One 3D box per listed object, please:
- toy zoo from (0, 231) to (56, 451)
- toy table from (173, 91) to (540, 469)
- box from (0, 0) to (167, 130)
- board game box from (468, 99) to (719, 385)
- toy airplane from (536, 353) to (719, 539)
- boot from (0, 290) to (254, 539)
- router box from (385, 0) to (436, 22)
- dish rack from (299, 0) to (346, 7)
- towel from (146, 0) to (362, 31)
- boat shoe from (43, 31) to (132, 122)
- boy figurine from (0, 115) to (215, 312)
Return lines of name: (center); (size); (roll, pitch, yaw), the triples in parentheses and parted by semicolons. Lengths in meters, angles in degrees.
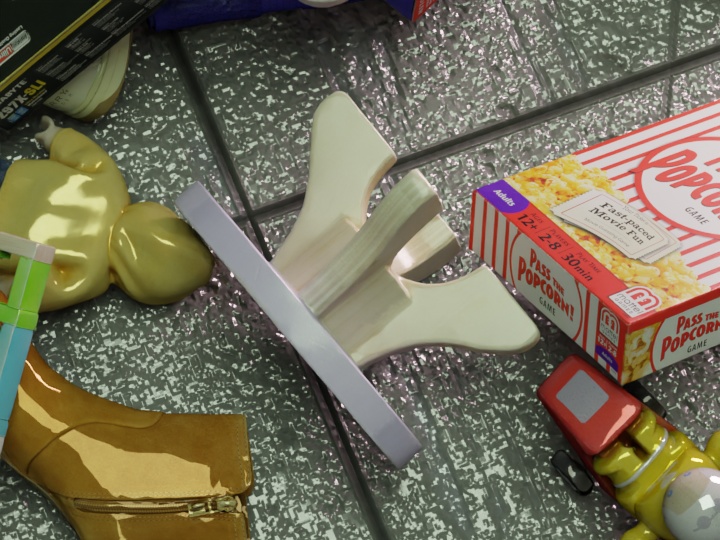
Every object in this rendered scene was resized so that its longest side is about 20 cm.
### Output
toy zoo: (-0.251, 0.068, 1.576); (0.131, 0.020, 0.201); (16, 90, 30)
toy table: (0.000, 0.000, 1.609); (0.117, 0.184, 0.200); (-39, 90, -1)
box: (-0.177, -0.204, 1.632); (0.200, 0.049, 0.160); (-36, 64, 19)
board game box: (0.186, -0.022, 1.637); (0.199, 0.047, 0.151); (-21, 42, -28)
toy airplane: (0.196, 0.146, 1.581); (0.198, 0.141, 0.202); (1, 83, 3)
boot: (-0.136, 0.093, 1.600); (0.143, 0.071, 0.203); (-13, 85, -2)
router box: (0.019, -0.276, 1.726); (0.200, 0.049, 0.180); (39, 66, 14)
dish rack: (-0.014, -0.249, 1.658); (0.171, 0.044, 0.200); (-29, 70, -17)
towel: (-0.048, -0.232, 1.748); (0.199, 0.050, 0.149); (-9, 72, -9)
boat shoe: (-0.171, -0.193, 1.693); (0.066, 0.074, 0.201); (15, 70, -35)
boy figurine: (-0.181, -0.030, 1.652); (0.199, 0.064, 0.125); (10, 69, -3)
